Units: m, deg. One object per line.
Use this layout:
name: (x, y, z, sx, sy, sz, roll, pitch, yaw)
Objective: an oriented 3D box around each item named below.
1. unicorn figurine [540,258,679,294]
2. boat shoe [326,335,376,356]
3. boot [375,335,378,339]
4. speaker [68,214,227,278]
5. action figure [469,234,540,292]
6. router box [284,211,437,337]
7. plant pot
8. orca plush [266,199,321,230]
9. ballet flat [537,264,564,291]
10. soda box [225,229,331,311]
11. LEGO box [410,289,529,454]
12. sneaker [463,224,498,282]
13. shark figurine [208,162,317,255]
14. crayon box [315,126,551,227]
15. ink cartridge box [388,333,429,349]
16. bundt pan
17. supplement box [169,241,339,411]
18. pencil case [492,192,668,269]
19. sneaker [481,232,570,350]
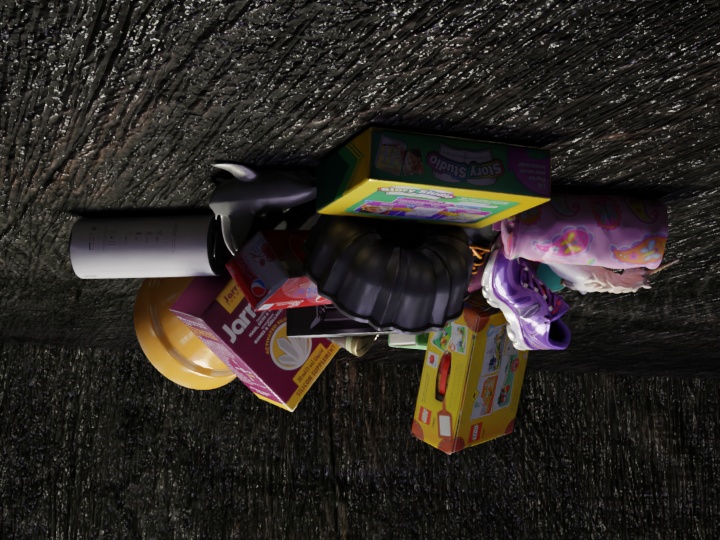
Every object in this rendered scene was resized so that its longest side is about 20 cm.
unicorn figurine: (0.266, -0.012, 1.708, 0.197, 0.075, 0.137, 15, -177, -16)
boat shoe: (0.016, 0.016, 1.804, 0.065, 0.202, 0.072, 20, 152, 16)
boot: (-0.012, 0.008, 1.910, 0.106, 0.076, 0.201, 24, -153, -9)
speaker: (-0.275, -0.031, 1.814, 0.197, 0.083, 0.081, -2, 171, 15)
action figure: (0.189, -0.029, 1.820, 0.197, 0.135, 0.150, -15, 123, 19)
router box: (0.000, 0.000, 1.710, 0.197, 0.160, 0.052, -3, 175, 31)
plant pot: (-0.203, 0.048, 2.019, 0.198, 0.203, 0.183, 7, 154, -33)
orca plush: (-0.095, -0.057, 1.661, 0.105, 0.071, 0.200, -29, 168, -38)
ballet flat: (0.194, -0.013, 1.947, 0.197, 0.070, 0.071, 7, -172, -12)
soda box: (-0.066, -0.003, 1.601, 0.063, 0.070, 0.199, -42, 162, 23)
LEGO box: (0.158, 0.133, 1.907, 0.077, 0.203, 0.148, 22, -160, 37)
sneaker: (0.115, -0.009, 1.711, 0.078, 0.078, 0.200, 10, 133, -47)
shark figurine: (-0.138, -0.063, 1.579, 0.127, 0.091, 0.214, 8, 167, -31)
crayon box: (0.072, -0.093, 1.440, 0.197, 0.059, 0.172, 5, 169, -19)
ink cartridge box: (0.146, 0.045, 2.017, 0.197, 0.148, 0.084, 7, 172, -30)
bundt pan: (0.038, -0.026, 1.543, 0.199, 0.203, 0.076, 5, 130, -20)
supplement box: (-0.137, 0.072, 1.874, 0.200, 0.131, 0.103, 47, 162, -28)
pencil case: (0.257, -0.048, 1.619, 0.197, 0.089, 0.087, 3, 171, -7)
sneaker: (0.211, 0.026, 1.709, 0.083, 0.081, 0.201, 7, 148, 35)
